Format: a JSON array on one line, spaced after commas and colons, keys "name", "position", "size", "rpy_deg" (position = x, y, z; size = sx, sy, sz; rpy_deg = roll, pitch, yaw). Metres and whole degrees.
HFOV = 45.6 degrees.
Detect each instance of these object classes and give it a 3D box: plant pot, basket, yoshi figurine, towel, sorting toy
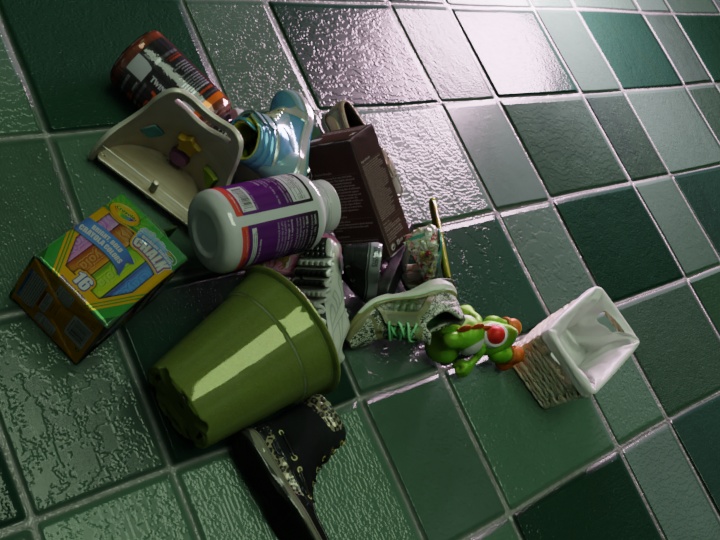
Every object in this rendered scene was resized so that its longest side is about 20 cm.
[{"name": "plant pot", "position": [-0.162, 0.127, 1.106], "size": [0.190, 0.200, 0.200], "rpy_deg": [-35, 87, -30]}, {"name": "basket", "position": [0.374, 0.139, 1.515], "size": [0.200, 0.123, 0.136], "rpy_deg": [-31, 85, -42]}, {"name": "yoshi figurine", "position": [0.179, 0.117, 1.420], "size": [0.200, 0.112, 0.112], "rpy_deg": [11, 20, -45]}, {"name": "towel", "position": [0.136, -0.029, 1.445], "size": [0.018, 0.086, 0.200], "rpy_deg": [-10, 44, 5]}, {"name": "sorting toy", "position": [-0.248, -0.169, 1.203], "size": [0.200, 0.180, 0.107], "rpy_deg": [38, 48, -12]}]

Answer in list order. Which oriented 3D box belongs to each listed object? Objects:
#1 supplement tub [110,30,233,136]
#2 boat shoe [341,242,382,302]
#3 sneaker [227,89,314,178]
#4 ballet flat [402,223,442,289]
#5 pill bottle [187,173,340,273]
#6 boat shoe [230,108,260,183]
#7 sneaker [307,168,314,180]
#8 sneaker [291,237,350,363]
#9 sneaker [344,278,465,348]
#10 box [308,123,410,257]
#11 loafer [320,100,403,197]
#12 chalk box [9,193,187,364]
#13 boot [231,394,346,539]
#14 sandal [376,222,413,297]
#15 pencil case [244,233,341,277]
[{"name": "supplement tub", "position": [-0.270, -0.256, 1.289], "size": [0.200, 0.107, 0.107], "rpy_deg": [43, 47, -6]}, {"name": "boat shoe", "position": [0.000, 0.000, 1.295], "size": [0.056, 0.200, 0.069], "rpy_deg": [5, 73, 0]}, {"name": "sneaker", "position": [-0.138, -0.221, 1.285], "size": [0.130, 0.079, 0.200], "rpy_deg": [34, 40, -41]}, {"name": "ballet flat", "position": [0.100, -0.003, 1.388], "size": [0.064, 0.200, 0.076], "rpy_deg": [-9, 51, 0]}, {"name": "pill bottle", "position": [-0.127, -0.070, 1.170], "size": [0.200, 0.112, 0.113], "rpy_deg": [-16, 74, -38]}, {"name": "boat shoe", "position": [-0.158, -0.167, 1.348], "size": [0.070, 0.071, 0.200], "rpy_deg": [2, 57, -33]}, {"name": "sneaker", "position": [-0.078, -0.131, 1.375], "size": [0.085, 0.078, 0.200], "rpy_deg": [43, 46, -8]}, {"name": "sneaker", "position": [-0.053, 0.051, 1.257], "size": [0.081, 0.075, 0.201], "rpy_deg": [0, 98, -46]}, {"name": "sneaker", "position": [0.073, 0.080, 1.308], "size": [0.200, 0.077, 0.089], "rpy_deg": [-22, 46, -11]}, {"name": "box", "position": [-0.004, -0.121, 1.345], "size": [0.075, 0.100, 0.200], "rpy_deg": [-44, 122, -43]}, {"name": "loafer", "position": [0.010, -0.206, 1.495], "size": [0.200, 0.063, 0.072], "rpy_deg": [51, 46, 0]}, {"name": "chalk box", "position": [-0.317, -0.004, 1.093], "size": [0.124, 0.125, 0.200], "rpy_deg": [46, 45, -5]}, {"name": "boot", "position": [-0.064, 0.274, 1.148], "size": [0.154, 0.073, 0.204], "rpy_deg": [-27, 83, -46]}, {"name": "sandal", "position": [0.048, -0.017, 1.404], "size": [0.048, 0.075, 0.201], "rpy_deg": [13, 38, 11]}, {"name": "pencil case", "position": [-0.123, -0.030, 1.280], "size": [0.200, 0.087, 0.083], "rpy_deg": [10, 15, -32]}]
